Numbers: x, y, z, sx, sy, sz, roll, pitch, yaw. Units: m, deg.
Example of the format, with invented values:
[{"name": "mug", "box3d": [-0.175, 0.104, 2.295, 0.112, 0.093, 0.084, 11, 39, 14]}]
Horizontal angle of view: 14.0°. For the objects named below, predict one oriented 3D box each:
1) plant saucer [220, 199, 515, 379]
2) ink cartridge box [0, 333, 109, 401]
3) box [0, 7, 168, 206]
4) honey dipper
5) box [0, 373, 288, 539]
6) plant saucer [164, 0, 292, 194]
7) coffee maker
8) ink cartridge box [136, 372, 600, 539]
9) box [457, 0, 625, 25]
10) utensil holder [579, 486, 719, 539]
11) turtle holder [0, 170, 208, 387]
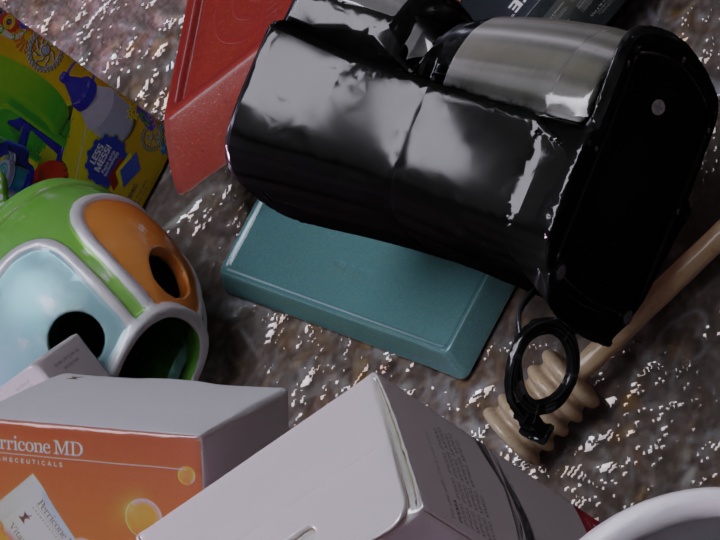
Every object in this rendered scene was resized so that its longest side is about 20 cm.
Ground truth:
[{"name": "plant saucer", "box3d": [0.000, 0.000, 1.555, 0.200, 0.019, 0.070, 19, 77, 47]}, {"name": "ink cartridge box", "box3d": [-0.137, 0.149, 1.501, 0.116, 0.200, 0.068, -36, 2, 19]}, {"name": "box", "box3d": [-0.245, -0.044, 1.670, 0.122, 0.193, 0.200, 17, 77, 46]}, {"name": "honey dipper", "box3d": [0.141, 0.012, 1.409, 0.200, 0.038, 0.038, -46, 43, 7]}, {"name": "box", "box3d": [-0.106, 0.158, 1.399, 0.124, 0.097, 0.200, 3, 102, 23]}, {"name": "plant saucer", "box3d": [-0.036, -0.163, 1.621, 0.200, 0.037, 0.200, -34, 32, 32]}, {"name": "coffee maker", "box3d": [0.039, -0.048, 1.393, 0.200, 0.135, 0.192, 17, 59, 35]}, {"name": "ink cartridge box", "box3d": [0.020, 0.148, 1.309, 0.147, 0.200, 0.083, -35, 46, 20]}, {"name": "box", "box3d": [0.050, -0.132, 1.562, 0.200, 0.046, 0.159, -50, 36, 5]}, {"name": "utensil holder", "box3d": [0.172, 0.200, 1.143, 0.170, 0.200, 0.170, -22, 51, 30]}, {"name": "turtle holder", "box3d": [-0.164, 0.046, 1.579, 0.132, 0.141, 0.186, 28, 70, 37]}]
